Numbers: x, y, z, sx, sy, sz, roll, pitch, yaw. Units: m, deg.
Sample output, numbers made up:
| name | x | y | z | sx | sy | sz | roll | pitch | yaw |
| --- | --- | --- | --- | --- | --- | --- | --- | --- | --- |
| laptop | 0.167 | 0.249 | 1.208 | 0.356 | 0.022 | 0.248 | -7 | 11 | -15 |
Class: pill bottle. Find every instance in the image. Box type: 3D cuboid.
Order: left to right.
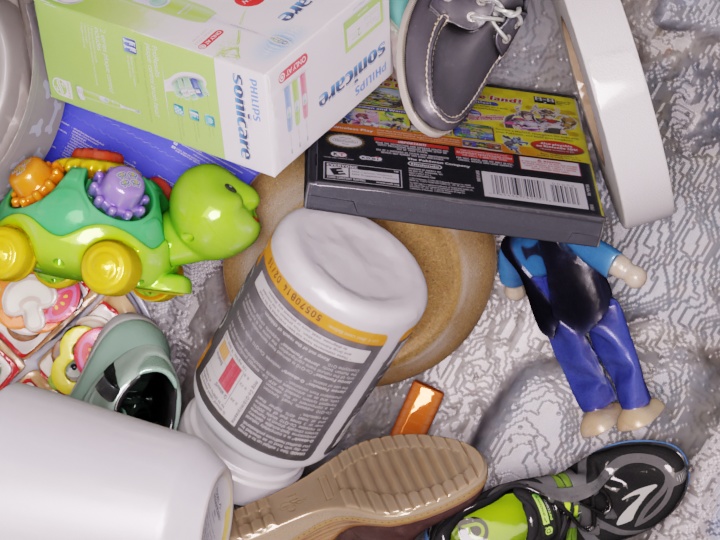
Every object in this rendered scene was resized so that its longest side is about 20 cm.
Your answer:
| name | x | y | z | sx | sy | sz | roll | pitch | yaw |
| --- | --- | --- | --- | --- | --- | --- | --- | --- | --- |
| pill bottle | -0.046 | 0.062 | 1.328 | 0.116 | 0.116 | 0.200 | 35 | 121 | 3 |

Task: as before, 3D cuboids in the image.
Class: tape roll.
| name | x | y | z | sx | sy | sz | roll | pitch | yaw |
| --- | --- | --- | --- | --- | --- | --- | --- | --- | --- |
| tape roll | 0.169 | -0.129 | 1.326 | 0.037 | 0.203 | 0.203 | -17 | 90 | 5 |

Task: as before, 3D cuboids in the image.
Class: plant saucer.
| name | x | y | z | sx | sy | sz | roll | pitch | yaw |
| --- | --- | --- | --- | --- | --- | --- | --- | --- | --- |
| plant saucer | 0.000 | 0.000 | 1.392 | 0.200 | 0.035 | 0.201 | -1 | 111 | -1 |

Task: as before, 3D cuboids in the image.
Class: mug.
| name | x | y | z | sx | sy | sz | roll | pitch | yaw |
| --- | --- | --- | --- | --- | --- | --- | --- | --- | --- |
| mug | -0.163 | 0.156 | 1.281 | 0.153 | 0.187 | 0.150 | 7 | 96 | 11 |

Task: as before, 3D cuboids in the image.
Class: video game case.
| name | x | y | z | sx | sy | sz | roll | pitch | yaw |
| --- | --- | --- | --- | --- | --- | --- | --- | --- | --- |
| video game case | 0.061 | -0.083 | 1.337 | 0.199 | 0.181 | 0.026 | 7 | 122 | -5 |

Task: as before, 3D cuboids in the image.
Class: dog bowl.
| name | x | y | z | sx | sy | sz | roll | pitch | yaw |
| --- | --- | --- | --- | --- | --- | --- | --- | --- | --- |
| dog bowl | -0.298 | -0.132 | 1.400 | 0.200 | 0.059 | 0.201 | -5 | 79 | 29 |

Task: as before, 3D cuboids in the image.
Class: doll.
| name | x | y | z | sx | sy | sz | roll | pitch | yaw |
| --- | --- | --- | --- | --- | --- | --- | --- | --- | --- |
| doll | 0.152 | 0.019 | 1.378 | 0.048 | 0.136 | 0.200 | -33 | 101 | -36 |

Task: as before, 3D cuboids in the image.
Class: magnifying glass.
| name | x | y | z | sx | sy | sz | roll | pitch | yaw |
| --- | --- | --- | --- | --- | --- | --- | --- | --- | --- |
| magnifying glass | 0.011 | 0.178 | 1.439 | 0.079 | 0.022 | 0.200 | 24 | 95 | 4 |

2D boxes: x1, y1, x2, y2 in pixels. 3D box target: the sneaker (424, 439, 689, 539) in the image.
| name | x | y | z | sx | sy | sz | roll | pitch | yaw |
| --- | --- | --- | --- | --- | --- | --- | --- | --- | --- |
| sneaker | 0.143 | 0.177 | 1.395 | 0.199 | 0.083 | 0.071 | -16 | 92 | 5 |

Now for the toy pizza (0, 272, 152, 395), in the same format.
| name | x | y | z | sx | sy | sz | roll | pitch | yaw |
| --- | --- | --- | --- | --- | --- | --- | --- | --- | --- |
| toy pizza | -0.249 | 0.073 | 1.450 | 0.200 | 0.032 | 0.201 | 0 | 92 | 5 |

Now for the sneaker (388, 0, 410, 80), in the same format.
| name | x | y | z | sx | sy | sz | roll | pitch | yaw |
| --- | --- | --- | --- | --- | --- | --- | --- | --- | --- |
| sneaker | -0.004 | -0.235 | 1.372 | 0.080 | 0.071 | 0.200 | -39 | 97 | -5 |

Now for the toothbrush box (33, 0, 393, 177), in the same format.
| name | x | y | z | sx | sy | sz | roll | pitch | yaw |
| --- | --- | --- | --- | --- | --- | --- | --- | --- | --- |
| toothbrush box | -0.099 | -0.161 | 1.326 | 0.200 | 0.146 | 0.086 | 22 | 135 | 27 |

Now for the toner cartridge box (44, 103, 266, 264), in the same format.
| name | x | y | z | sx | sy | sz | roll | pitch | yaw |
| --- | --- | --- | --- | --- | --- | --- | --- | --- | --- |
| toner cartridge box | -0.142 | -0.088 | 1.421 | 0.200 | 0.043 | 0.095 | 30 | 107 | 3 |

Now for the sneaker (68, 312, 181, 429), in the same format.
| name | x | y | z | sx | sy | sz | roll | pitch | yaw |
| --- | --- | --- | --- | --- | --- | --- | --- | --- | --- |
| sneaker | -0.188 | 0.138 | 1.384 | 0.074 | 0.118 | 0.201 | 18 | 102 | -20 |

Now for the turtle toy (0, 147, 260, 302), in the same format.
| name | x | y | z | sx | sy | sz | roll | pitch | yaw |
| --- | --- | --- | --- | --- | --- | --- | --- | --- | --- |
| turtle toy | -0.168 | -0.032 | 1.357 | 0.199 | 0.146 | 0.101 | 7 | 88 | 11 |

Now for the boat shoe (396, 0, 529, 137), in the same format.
| name | x | y | z | sx | sy | sz | roll | pitch | yaw |
| --- | --- | --- | --- | --- | --- | --- | --- | --- | --- |
| boat shoe | 0.082 | -0.186 | 1.330 | 0.073 | 0.063 | 0.200 | 32 | 66 | -30 |

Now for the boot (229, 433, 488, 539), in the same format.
| name | x | y | z | sx | sy | sz | roll | pitch | yaw |
| --- | --- | --- | --- | --- | --- | --- | --- | --- | --- |
| boot | 0.007 | 0.200 | 1.370 | 0.199 | 0.167 | 0.072 | -17 | 47 | 4 |
